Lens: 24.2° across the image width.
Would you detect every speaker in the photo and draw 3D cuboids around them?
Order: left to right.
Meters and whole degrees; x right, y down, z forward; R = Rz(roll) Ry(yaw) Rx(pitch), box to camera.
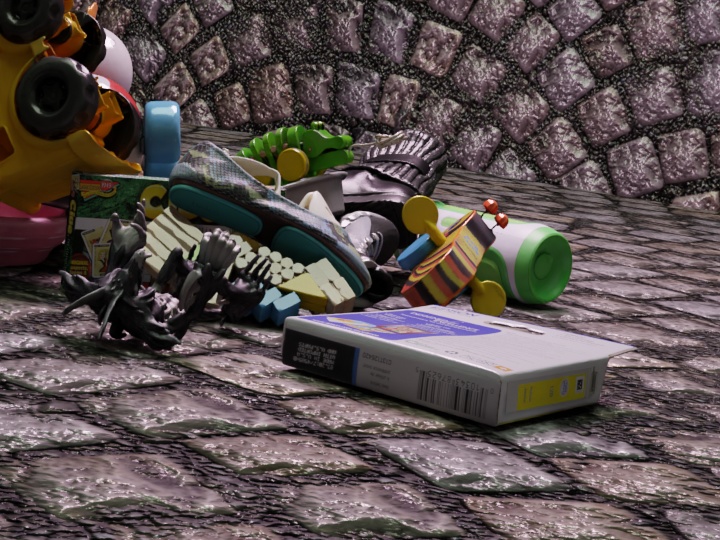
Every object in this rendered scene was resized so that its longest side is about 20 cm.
[{"bbox_3d":[0.127,-0.021,1.779,0.088,0.090,0.199,0,11,-45],"label":"speaker"}]

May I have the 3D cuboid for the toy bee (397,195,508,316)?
[{"bbox_3d":[0.089,-0.025,1.608,0.131,0.108,0.201,44,15,-28],"label":"toy bee"}]

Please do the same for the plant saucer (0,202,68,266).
[{"bbox_3d":[-0.369,-0.041,1.577,0.198,0.051,0.201,8,8,-1],"label":"plant saucer"}]

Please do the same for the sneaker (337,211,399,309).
[{"bbox_3d":[0.000,0.000,1.602,0.115,0.076,0.199,19,23,35],"label":"sneaker"}]

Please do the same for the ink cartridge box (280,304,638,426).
[{"bbox_3d":[0.076,0.066,1.259,0.196,0.048,0.199,12,7,37],"label":"ink cartridge box"}]

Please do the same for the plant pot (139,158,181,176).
[{"bbox_3d":[-0.202,-0.072,1.810,0.198,0.094,0.201,8,9,-1],"label":"plant pot"}]

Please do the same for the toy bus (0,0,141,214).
[{"bbox_3d":[-0.313,-0.150,1.498,0.190,0.202,0.136,-25,-14,10],"label":"toy bus"}]

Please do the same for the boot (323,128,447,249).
[{"bbox_3d":[-0.018,-0.088,1.794,0.208,0.080,0.158,6,35,10],"label":"boot"}]

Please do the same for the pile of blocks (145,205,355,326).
[{"bbox_3d":[-0.105,0.017,1.434,0.198,0.083,0.062,18,-35,4],"label":"pile of blocks"}]

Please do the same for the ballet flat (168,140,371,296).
[{"bbox_3d":[-0.069,-0.051,1.456,0.199,0.075,0.074,30,4,-11],"label":"ballet flat"}]

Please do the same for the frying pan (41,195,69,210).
[{"bbox_3d":[-0.239,-0.068,1.605,0.188,0.031,0.115,11,4,-20],"label":"frying pan"}]

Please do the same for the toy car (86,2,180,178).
[{"bbox_3d":[-0.275,-0.185,1.682,0.182,0.202,0.177,-1,-19,-8],"label":"toy car"}]

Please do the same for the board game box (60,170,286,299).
[{"bbox_3d":[-0.163,-0.029,1.482,0.198,0.106,0.023,2,8,-29],"label":"board game box"}]

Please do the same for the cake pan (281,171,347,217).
[{"bbox_3d":[-0.100,-0.046,1.626,0.198,0.037,0.200,-20,-2,-1],"label":"cake pan"}]

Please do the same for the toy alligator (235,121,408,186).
[{"bbox_3d":[-0.051,-0.114,1.574,0.198,0.055,0.059,-20,-1,22],"label":"toy alligator"}]

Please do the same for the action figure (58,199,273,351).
[{"bbox_3d":[-0.151,0.003,1.288,0.118,0.103,0.200,23,11,20],"label":"action figure"}]
